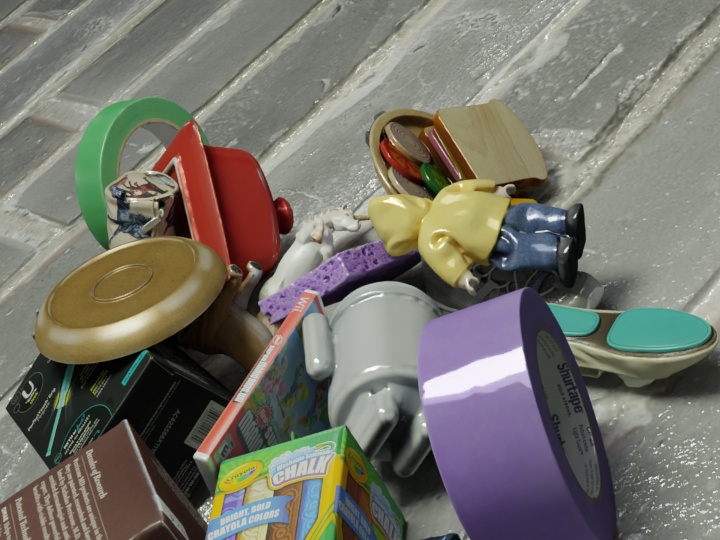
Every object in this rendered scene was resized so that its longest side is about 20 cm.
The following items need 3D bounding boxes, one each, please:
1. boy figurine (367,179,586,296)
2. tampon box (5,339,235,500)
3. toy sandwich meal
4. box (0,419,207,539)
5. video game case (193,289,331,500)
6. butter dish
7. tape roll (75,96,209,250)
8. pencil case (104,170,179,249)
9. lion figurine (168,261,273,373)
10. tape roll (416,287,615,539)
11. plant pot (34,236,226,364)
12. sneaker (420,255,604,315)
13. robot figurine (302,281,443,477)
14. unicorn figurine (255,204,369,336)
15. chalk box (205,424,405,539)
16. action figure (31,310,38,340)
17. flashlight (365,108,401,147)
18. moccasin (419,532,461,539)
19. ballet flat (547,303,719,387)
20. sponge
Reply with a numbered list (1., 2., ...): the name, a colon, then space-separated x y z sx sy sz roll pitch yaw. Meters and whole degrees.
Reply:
1. boy figurine: 0.100 -0.030 1.225 0.198 0.065 0.125 5 55 18
2. tampon box: -0.235 0.136 1.334 0.150 0.126 0.200 -57 35 -1
3. toy sandwich meal: 0.103 -0.108 1.380 0.070 0.204 0.206 -50 18 37
4. box: -0.222 0.273 1.135 0.199 0.166 0.164 -34 31 -5
5. video game case: -0.073 0.137 1.219 0.017 0.144 0.200 11 50 28
6. butter dish: -0.145 -0.053 1.516 0.147 0.201 0.199 -9 -13 -28
7. tape roll: -0.259 -0.110 1.656 0.048 0.201 0.201 -3 41 37
8. pencil case: -0.233 -0.002 1.456 0.077 0.202 0.089 -7 21 -22
9. lion figurine: -0.110 0.070 1.360 0.123 0.200 0.072 -55 -14 23
10. tape roll: 0.121 0.120 1.024 0.084 0.201 0.201 -19 34 17
11. plant pot: -0.228 0.020 1.315 0.199 0.028 0.200 -14 29 8
12. sneaker: 0.133 0.013 1.268 0.199 0.082 0.075 3 46 40
13. robot figurine: 0.026 0.088 1.203 0.113 0.169 0.201 -55 21 31
14. unicorn figurine: -0.054 -0.009 1.455 0.200 0.074 0.137 -43 15 -4
15. chalk box: -0.043 0.218 1.099 0.123 0.125 0.201 -18 36 20
16. action figure: -0.317 0.071 1.554 0.118 0.103 0.200 -23 29 -9
17. flashlight: 0.066 -0.121 1.523 0.067 0.068 0.200 -31 31 -2
18. moccasin: 0.057 0.264 0.991 0.068 0.080 0.201 -35 31 16
19. ballet flat: 0.214 0.066 1.150 0.199 0.070 0.070 8 48 38
20. sponge: 0.000 0.000 1.328 0.111 0.030 0.200 -32 -8 35
